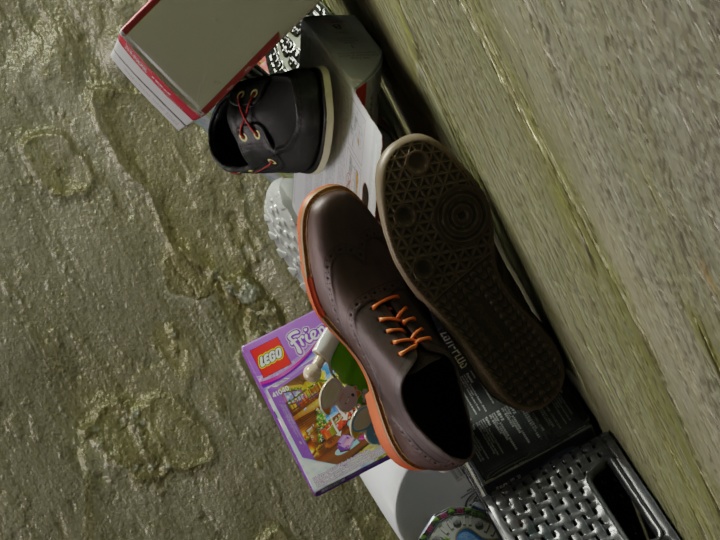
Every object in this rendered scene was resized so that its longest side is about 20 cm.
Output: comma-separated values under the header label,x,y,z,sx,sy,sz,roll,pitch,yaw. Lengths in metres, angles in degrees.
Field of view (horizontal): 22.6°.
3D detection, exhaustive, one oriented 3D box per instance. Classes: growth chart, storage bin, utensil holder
label,x,y,z,sx,sy,sz,roll,pitch,yaw
growth chart,0.036,0.074,1.397,0.018,0.145,0.200,6,155,42
storage bin,0.165,0.219,1.152,0.200,0.094,0.135,63,179,-43
utensil holder,0.077,0.164,1.670,0.170,0.170,0.200,63,176,-28

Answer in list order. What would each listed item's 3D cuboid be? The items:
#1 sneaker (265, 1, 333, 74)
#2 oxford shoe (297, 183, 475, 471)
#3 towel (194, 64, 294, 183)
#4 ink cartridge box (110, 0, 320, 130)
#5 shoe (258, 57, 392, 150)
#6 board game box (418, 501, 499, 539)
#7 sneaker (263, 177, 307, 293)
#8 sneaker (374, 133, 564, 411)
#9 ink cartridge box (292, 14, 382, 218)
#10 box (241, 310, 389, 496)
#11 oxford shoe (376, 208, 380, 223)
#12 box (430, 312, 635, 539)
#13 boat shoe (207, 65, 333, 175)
label,x,y,z,sx,sy,sz,roll,pitch,yaw
sneaker,-0.036,-0.192,1.505,0.089,0.077,0.200,22,-156,-39
oxford shoe,0.024,0.035,1.151,0.200,0.071,0.073,64,157,-10
towel,-0.092,-0.128,1.494,0.171,0.048,0.200,40,171,-16
ink cartridge box,-0.100,-0.181,1.284,0.083,0.147,0.200,45,174,-8
shoe,-0.035,-0.160,1.573,0.200,0.091,0.071,20,162,41
board game box,0.146,0.245,1.447,0.200,0.062,0.200,27,162,7
sneaker,0.000,0.000,1.458,0.200,0.080,0.076,53,165,-6
sneaker,0.060,0.002,1.158,0.200,0.070,0.076,62,172,-16
ink cartridge box,-0.001,-0.070,1.277,0.200,0.057,0.163,-126,34,-53
box,0.019,0.082,1.500,0.137,0.200,0.039,63,173,11
oxford shoe,0.032,-0.042,1.415,0.075,0.070,0.200,58,180,-12
box,0.105,0.109,1.291,0.200,0.086,0.164,60,178,45
boat shoe,-0.064,-0.104,1.297,0.201,0.063,0.074,171,99,-73
